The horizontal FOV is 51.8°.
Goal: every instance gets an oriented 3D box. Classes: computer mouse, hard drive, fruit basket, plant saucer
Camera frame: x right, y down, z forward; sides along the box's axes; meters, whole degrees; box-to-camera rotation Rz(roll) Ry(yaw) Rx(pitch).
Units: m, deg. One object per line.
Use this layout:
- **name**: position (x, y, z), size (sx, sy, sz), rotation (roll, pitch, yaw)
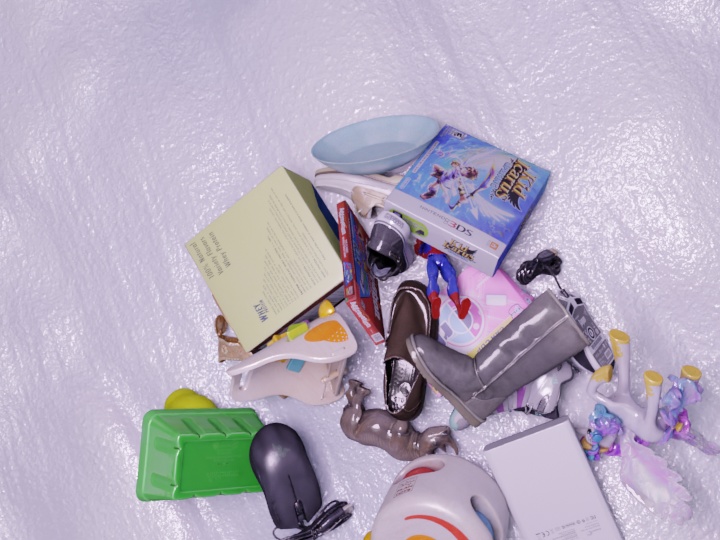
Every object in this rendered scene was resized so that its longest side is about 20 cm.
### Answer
- **computer mouse**: position (0.294, 0.068, 1.058), size (0.044, 0.109, 0.203), rotation (-31, 86, 38)
- **hard drive**: position (0.273, 0.320, 1.047), size (0.130, 0.026, 0.204), rotation (-24, 94, 19)
- **fruit basket**: position (-0.259, 0.275, 1.174), size (0.210, 0.215, 0.160), rotation (4, 87, 16)
- **computer mouse**: position (-0.099, 0.327, 1.120), size (0.136, 0.053, 0.204), rotation (-27, 99, -18)
- **plant saucer**: position (0.024, -0.183, 1.116), size (0.196, 0.202, 0.039), rotation (-5, 118, 16)

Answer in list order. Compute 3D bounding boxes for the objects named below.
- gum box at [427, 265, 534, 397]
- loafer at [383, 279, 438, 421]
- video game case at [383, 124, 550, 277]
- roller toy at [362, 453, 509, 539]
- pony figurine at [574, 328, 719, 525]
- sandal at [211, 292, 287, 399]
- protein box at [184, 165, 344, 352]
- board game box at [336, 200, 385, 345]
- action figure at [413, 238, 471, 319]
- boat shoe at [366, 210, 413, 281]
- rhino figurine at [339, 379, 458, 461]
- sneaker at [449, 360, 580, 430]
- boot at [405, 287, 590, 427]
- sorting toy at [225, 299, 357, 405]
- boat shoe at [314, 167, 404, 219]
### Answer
- **gum box**: position (0.159, 0.078, 1.104), size (0.200, 0.066, 0.114), rotation (-43, 75, 10)
- **loafer**: position (0.069, 0.115, 1.057), size (0.071, 0.071, 0.206), rotation (2, 87, 18)
- **video game case**: position (0.155, -0.108, 1.068), size (0.179, 0.046, 0.201), rotation (28, 54, 14)
- **roller toy**: position (0.109, 0.367, 1.038), size (0.196, 0.140, 0.186), rotation (19, 114, 14)
- **pony figurine**: position (0.378, 0.204, 0.983), size (0.191, 0.166, 0.204), rotation (27, 132, 29)
- **sandal**: position (-0.198, 0.135, 1.202), size (0.069, 0.078, 0.213), rotation (-40, 82, 4)
- **protein box**: position (-0.126, -0.013, 1.159), size (0.198, 0.135, 0.201), rotation (-36, 78, 11)
- **board game box**: position (0.000, 0.000, 1.086), size (0.019, 0.104, 0.203), rotation (-20, 44, 13)
- **action figure**: position (0.117, -0.029, 1.065), size (0.063, 0.201, 0.101), rotation (4, 121, -8)
- **boat shoe**: position (0.037, -0.020, 1.074), size (0.069, 0.200, 0.067), rotation (29, 77, 7)
- **rhino figurine**: position (0.057, 0.241, 1.129), size (0.196, 0.060, 0.089), rotation (19, 93, 15)
- **sneaker**: position (0.232, 0.194, 1.071), size (0.140, 0.078, 0.201), rotation (45, 104, 10)
- **boot**: position (0.183, 0.097, 0.994), size (0.199, 0.073, 0.182), rotation (-40, 112, 18)
- **sorting toy**: position (-0.110, 0.138, 1.090), size (0.176, 0.201, 0.108), rotation (-19, 67, -17)
- **boat shoe**: position (0.015, -0.116, 1.156), size (0.195, 0.075, 0.070), rotation (10, 88, 19)
